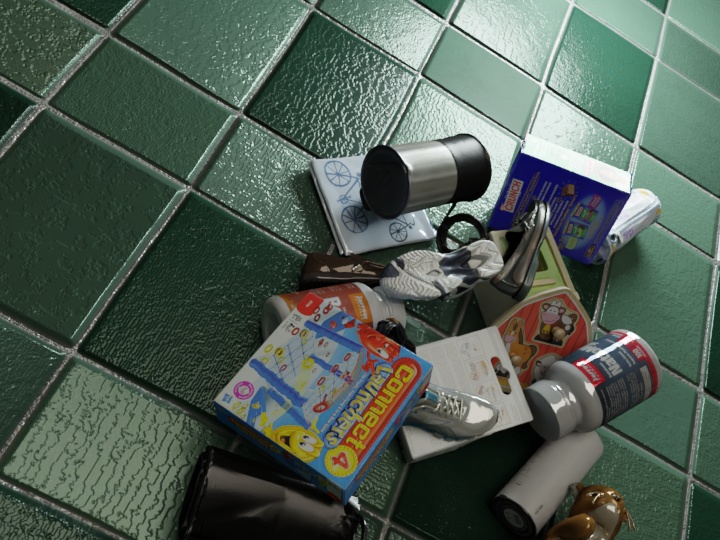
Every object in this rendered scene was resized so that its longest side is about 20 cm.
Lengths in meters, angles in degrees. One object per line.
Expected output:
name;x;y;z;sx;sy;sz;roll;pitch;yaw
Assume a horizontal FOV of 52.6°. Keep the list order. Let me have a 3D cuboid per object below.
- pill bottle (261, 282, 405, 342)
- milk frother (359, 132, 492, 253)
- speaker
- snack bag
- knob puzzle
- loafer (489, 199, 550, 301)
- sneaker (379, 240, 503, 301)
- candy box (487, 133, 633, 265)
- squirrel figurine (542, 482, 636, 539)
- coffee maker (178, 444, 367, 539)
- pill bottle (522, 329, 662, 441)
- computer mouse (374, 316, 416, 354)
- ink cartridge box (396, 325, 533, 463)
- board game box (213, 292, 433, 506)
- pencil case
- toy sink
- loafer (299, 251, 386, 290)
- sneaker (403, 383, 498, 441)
pill bottle;-0.038;0.078;1.088;0.200;0.112;0.112;-10;70;-27
milk frother;0.114;-0.104;1.185;0.188;0.181;0.200;-15;67;-36
speaker;0.294;0.319;1.134;0.200;0.081;0.081;-35;83;-34
snack bag;0.022;-0.122;1.270;0.200;0.021;0.189;-12;71;-31
knob puzzle;0.297;0.120;1.182;0.219;0.220;0.030;14;19;-17
loafer;0.260;-0.045;1.182;0.063;0.072;0.200;22;56;-2
sneaker;0.111;0.015;1.141;0.199;0.130;0.080;-20;76;-22
candy box;0.352;-0.125;1.300;0.200;0.169;0.077;22;41;4
squirrel figurine;0.307;0.400;1.045;0.141;0.200;0.187;28;52;14
coffee maker;-0.112;0.293;0.901;0.200;0.192;0.135;19;55;-15
pill bottle;0.359;0.184;1.145;0.200;0.120;0.120;-24;76;-21
computer mouse;-0.014;0.146;1.051;0.200;0.110;0.044;-32;53;-2
ink cartridge box;0.141;0.189;1.124;0.200;0.057;0.163;-13;70;-16
board game box;-0.043;0.153;0.915;0.196;0.056;0.200;29;58;18
pencil case;0.505;-0.090;1.425;0.200;0.091;0.083;-31;80;-33
toy sink;0.283;0.036;1.251;0.130;0.112;0.200;-6;68;-26
loafer;0.000;0.000;1.166;0.200;0.073;0.071;6;61;-24
sneaker;0.105;0.196;1.047;0.200;0.087;0.075;9;66;-4
